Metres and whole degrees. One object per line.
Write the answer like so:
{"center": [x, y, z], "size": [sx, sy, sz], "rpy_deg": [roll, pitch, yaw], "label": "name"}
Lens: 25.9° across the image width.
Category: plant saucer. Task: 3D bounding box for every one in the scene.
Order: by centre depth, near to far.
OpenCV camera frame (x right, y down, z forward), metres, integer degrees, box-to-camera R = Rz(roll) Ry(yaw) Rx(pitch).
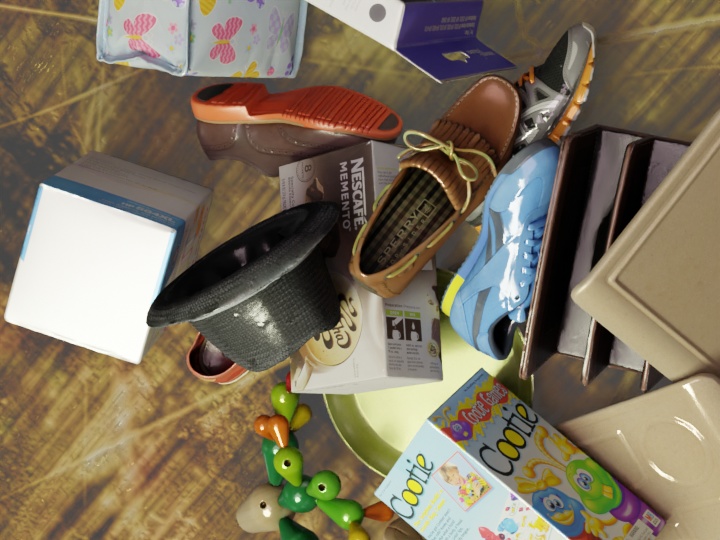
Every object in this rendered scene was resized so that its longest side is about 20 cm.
{"center": [0.061, 0.094, 1.393], "size": [0.199, 0.031, 0.201], "rpy_deg": [3, 98, 21], "label": "plant saucer"}

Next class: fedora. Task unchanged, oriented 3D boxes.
{"center": [-0.078, 0.024, 1.268], "size": [0.200, 0.201, 0.092], "rpy_deg": [-26, 102, 23], "label": "fedora"}

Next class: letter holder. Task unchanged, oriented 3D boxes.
{"center": [0.203, -0.007, 1.260], "size": [0.100, 0.142, 0.201], "rpy_deg": [13, 102, 19], "label": "letter holder"}

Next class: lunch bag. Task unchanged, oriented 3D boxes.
{"center": [-0.125, -0.267, 1.332], "size": [0.127, 0.169, 0.201], "rpy_deg": [12, 101, 32], "label": "lunch bag"}

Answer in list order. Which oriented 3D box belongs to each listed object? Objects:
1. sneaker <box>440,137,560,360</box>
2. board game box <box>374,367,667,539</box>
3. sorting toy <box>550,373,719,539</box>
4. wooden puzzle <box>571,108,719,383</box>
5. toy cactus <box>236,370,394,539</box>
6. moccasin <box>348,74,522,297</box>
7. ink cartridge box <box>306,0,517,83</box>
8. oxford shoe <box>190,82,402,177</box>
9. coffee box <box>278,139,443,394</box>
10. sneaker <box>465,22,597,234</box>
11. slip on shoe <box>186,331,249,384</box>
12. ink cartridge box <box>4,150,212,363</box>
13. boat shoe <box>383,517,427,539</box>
{"center": [0.131, -0.013, 1.270], "size": [0.078, 0.066, 0.200], "rpy_deg": [48, 133, 32], "label": "sneaker"}
{"center": [0.132, 0.196, 1.295], "size": [0.200, 0.103, 0.105], "rpy_deg": [40, 128, 11], "label": "board game box"}
{"center": [0.258, 0.185, 1.294], "size": [0.200, 0.036, 0.185], "rpy_deg": [-28, 97, 43], "label": "sorting toy"}
{"center": [0.284, -0.009, 1.223], "size": [0.185, 0.037, 0.200], "rpy_deg": [37, 98, -26], "label": "wooden puzzle"}
{"center": [-0.057, 0.200, 1.422], "size": [0.165, 0.102, 0.200], "rpy_deg": [-33, 76, 53], "label": "toy cactus"}
{"center": [0.058, -0.071, 1.241], "size": [0.074, 0.078, 0.201], "rpy_deg": [41, 85, 11], "label": "moccasin"}
{"center": [0.025, -0.223, 1.272], "size": [0.200, 0.198, 0.043], "rpy_deg": [33, 111, 13], "label": "ink cartridge box"}
{"center": [-0.054, -0.121, 1.398], "size": [0.200, 0.071, 0.073], "rpy_deg": [9, 122, 24], "label": "oxford shoe"}
{"center": [0.000, 0.000, 1.337], "size": [0.113, 0.080, 0.201], "rpy_deg": [-11, 78, 41], "label": "coffee box"}
{"center": [0.130, -0.122, 1.301], "size": [0.077, 0.078, 0.200], "rpy_deg": [31, 109, -1], "label": "sneaker"}
{"center": [-0.092, 0.026, 1.429], "size": [0.074, 0.061, 0.200], "rpy_deg": [42, 109, 13], "label": "slip on shoe"}
{"center": [-0.218, -0.020, 1.410], "size": [0.125, 0.200, 0.129], "rpy_deg": [18, 106, 1], "label": "ink cartridge box"}
{"center": [0.115, 0.271, 1.381], "size": [0.199, 0.072, 0.065], "rpy_deg": [12, 123, 12], "label": "boat shoe"}
